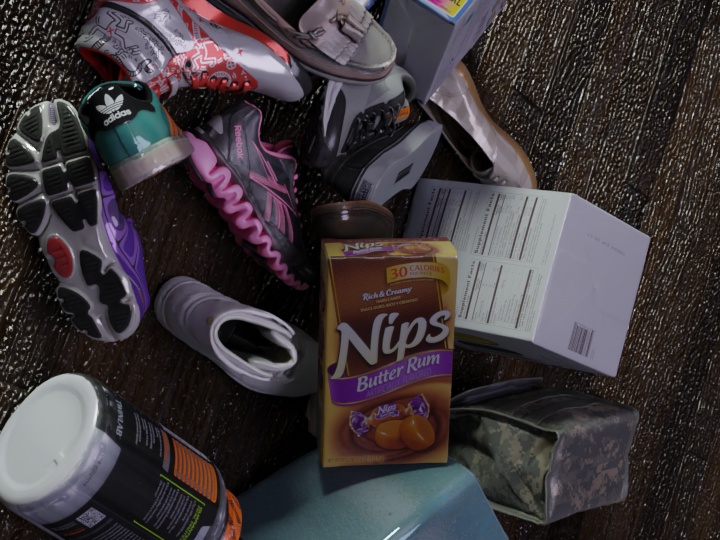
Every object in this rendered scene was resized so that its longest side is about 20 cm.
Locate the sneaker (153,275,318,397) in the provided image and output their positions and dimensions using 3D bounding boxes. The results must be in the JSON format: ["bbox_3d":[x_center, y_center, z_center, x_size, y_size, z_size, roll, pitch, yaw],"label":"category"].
[{"bbox_3d":[-0.081,0.078,1.312,0.200,0.115,0.074,29,88,-39],"label":"sneaker"}]

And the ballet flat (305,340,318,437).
[{"bbox_3d":[-0.012,0.159,1.445,0.073,0.073,0.201,-41,125,-34],"label":"ballet flat"}]

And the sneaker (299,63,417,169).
[{"bbox_3d":[0.001,-0.148,1.346,0.074,0.079,0.200,-65,177,35],"label":"sneaker"}]

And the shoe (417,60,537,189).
[{"bbox_3d":[0.117,-0.133,1.537,0.053,0.070,0.200,-51,121,-28],"label":"shoe"}]

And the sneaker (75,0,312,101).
[{"bbox_3d":[-0.142,-0.169,1.241,0.201,0.067,0.108,34,72,-25],"label":"sneaker"}]

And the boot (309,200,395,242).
[{"bbox_3d":[0.000,0.000,1.366,0.200,0.074,0.098,47,37,-72],"label":"boot"}]

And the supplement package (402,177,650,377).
[{"bbox_3d":[0.157,0.006,1.500,0.151,0.199,0.152,23,80,-45],"label":"supplement package"}]

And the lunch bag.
[{"bbox_3d":[0.161,0.175,1.534,0.164,0.199,0.118,-3,103,-49],"label":"lunch bag"}]

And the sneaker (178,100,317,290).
[{"bbox_3d":[-0.081,-0.068,1.319,0.095,0.079,0.200,-44,128,-14],"label":"sneaker"}]

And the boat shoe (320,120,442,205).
[{"bbox_3d":[0.023,-0.114,1.435,0.200,0.063,0.071,-36,153,-62],"label":"boat shoe"}]

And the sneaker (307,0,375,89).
[{"bbox_3d":[-0.042,-0.255,1.347,0.088,0.075,0.201,44,62,-34],"label":"sneaker"}]

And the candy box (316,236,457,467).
[{"bbox_3d":[0.021,0.072,1.309,0.116,0.056,0.201,-1,109,-8],"label":"candy box"}]

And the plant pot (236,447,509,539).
[{"bbox_3d":[0.024,0.264,1.368,0.200,0.196,0.196,-37,123,-15],"label":"plant pot"}]

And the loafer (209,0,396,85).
[{"bbox_3d":[-0.055,-0.227,1.270,0.199,0.063,0.072,29,68,-5],"label":"loafer"}]

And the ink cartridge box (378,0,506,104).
[{"bbox_3d":[0.098,-0.277,1.440,0.200,0.076,0.137,-50,171,-29],"label":"ink cartridge box"}]

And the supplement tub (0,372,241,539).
[{"bbox_3d":[-0.194,0.181,1.219,0.200,0.122,0.123,44,65,-40],"label":"supplement tub"}]

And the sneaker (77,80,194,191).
[{"bbox_3d":[-0.178,-0.113,1.165,0.071,0.200,0.080,-27,98,-5],"label":"sneaker"}]

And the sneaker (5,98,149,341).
[{"bbox_3d":[-0.225,-0.042,1.205,0.083,0.080,0.201,-56,133,-68],"label":"sneaker"}]
